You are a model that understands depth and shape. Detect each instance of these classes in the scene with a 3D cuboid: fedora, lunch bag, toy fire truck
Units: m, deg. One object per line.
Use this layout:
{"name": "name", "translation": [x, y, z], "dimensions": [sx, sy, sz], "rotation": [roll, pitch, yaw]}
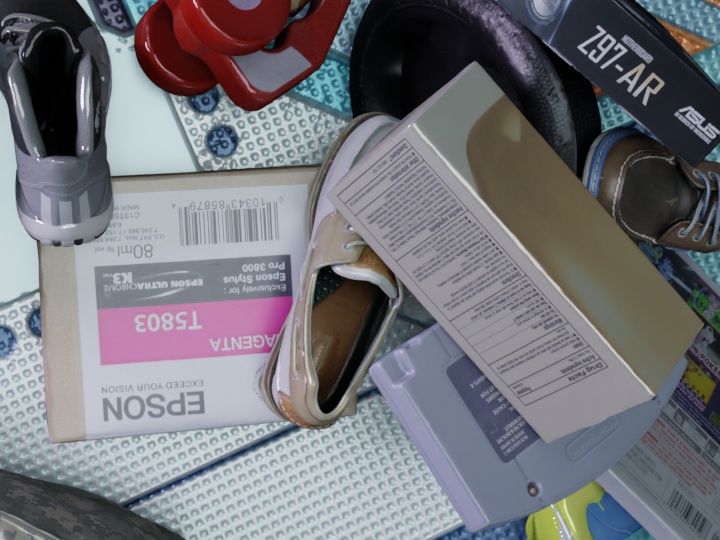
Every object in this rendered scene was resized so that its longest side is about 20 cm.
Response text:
{"name": "fedora", "translation": [0.083, -0.103, 0.902], "dimensions": [0.091, 0.200, 0.202], "rotation": [-17, 98, -37]}
{"name": "lunch bag", "translation": [-0.208, 0.185, 0.854], "dimensions": [0.199, 0.164, 0.118], "rotation": [28, 87, -11]}
{"name": "toy fire truck", "translation": [-0.080, -0.212, 0.889], "dimensions": [0.168, 0.112, 0.200], "rotation": [-39, 98, -28]}

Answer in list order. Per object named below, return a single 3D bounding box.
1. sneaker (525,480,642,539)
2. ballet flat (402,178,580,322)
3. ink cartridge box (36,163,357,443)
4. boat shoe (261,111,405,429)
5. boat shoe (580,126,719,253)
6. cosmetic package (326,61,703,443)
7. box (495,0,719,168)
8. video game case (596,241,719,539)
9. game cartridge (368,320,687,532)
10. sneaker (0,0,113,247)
{"name": "sneaker", "translation": [0.143, 0.105, 0.973], "dimensions": [0.105, 0.076, 0.201], "rotation": [-20, 98, -27]}
{"name": "ballet flat", "translation": [0.110, -0.035, 0.951], "dimensions": [0.200, 0.072, 0.072], "rotation": [-34, 99, -6]}
{"name": "ink cartridge box", "translation": [-0.106, 0.018, 0.909], "dimensions": [0.199, 0.075, 0.166], "rotation": [-5, 94, -11]}
{"name": "boat shoe", "translation": [0.000, 0.000, 0.857], "dimensions": [0.074, 0.068, 0.201], "rotation": [17, 84, -20]}
{"name": "boat shoe", "translation": [0.202, -0.048, 0.893], "dimensions": [0.072, 0.200, 0.073], "rotation": [14, 98, 32]}
{"name": "cosmetic package", "translation": [0.087, -0.007, 0.805], "dimensions": [0.200, 0.105, 0.071], "rotation": [49, 54, -6]}
{"name": "box", "translation": [0.139, -0.159, 0.871], "dimensions": [0.160, 0.200, 0.044], "rotation": [37, 108, -18]}
{"name": "video game case", "translation": [0.213, 0.085, 0.960], "dimensions": [0.200, 0.023, 0.182], "rotation": [44, 57, -10]}
{"name": "game cartridge", "translation": [0.111, 0.068, 0.871], "dimensions": [0.200, 0.041, 0.133], "rotation": [-31, 84, -33]}
{"name": "sneaker", "translation": [-0.179, -0.124, 0.827], "dimensions": [0.075, 0.116, 0.201], "rotation": [-10, 61, -15]}
